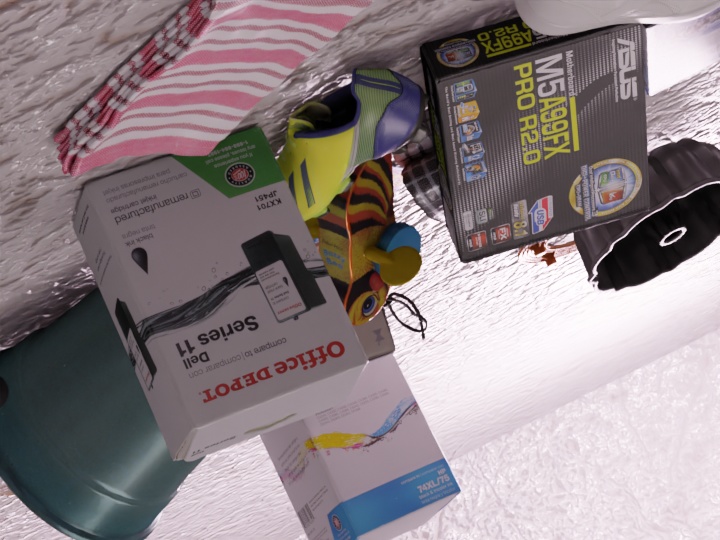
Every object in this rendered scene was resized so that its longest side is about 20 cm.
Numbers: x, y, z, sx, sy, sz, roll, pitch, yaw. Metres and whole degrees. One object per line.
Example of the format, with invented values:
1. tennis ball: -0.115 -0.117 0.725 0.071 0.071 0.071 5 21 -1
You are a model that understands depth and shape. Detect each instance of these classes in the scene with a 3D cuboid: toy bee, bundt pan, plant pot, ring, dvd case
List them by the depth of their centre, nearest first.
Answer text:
1. toy bee: 0.000 0.000 1.637 0.131 0.201 0.109 1 -144 50
2. plant pot: -0.180 0.089 1.673 0.196 0.201 0.200 -42 160 26
3. dvd case: 0.303 -0.213 1.741 0.142 0.018 0.200 -27 166 2
4. bundt pan: 0.307 -0.064 2.139 0.201 0.076 0.202 -26 157 -12
5. ring: 0.266 -0.052 2.272 0.200 0.019 0.200 -24 167 -6

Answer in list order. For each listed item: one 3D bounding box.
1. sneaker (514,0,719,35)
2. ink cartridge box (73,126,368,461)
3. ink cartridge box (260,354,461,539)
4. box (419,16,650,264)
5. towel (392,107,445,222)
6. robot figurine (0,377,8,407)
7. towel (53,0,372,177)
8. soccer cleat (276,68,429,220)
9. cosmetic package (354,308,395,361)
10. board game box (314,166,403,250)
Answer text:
1. sneaker: 0.216 -0.223 1.432 0.199 0.074 0.116 -18 168 -23
2. ink cartridge box: -0.102 0.017 1.484 0.146 0.201 0.083 -20 165 -21
3. ink cartridge box: -0.007 0.214 2.385 0.146 0.201 0.147 -21 166 -25
4. box: 0.136 -0.106 1.557 0.159 0.044 0.200 -15 137 -5
5. towel: 0.125 -0.101 1.699 0.165 0.086 0.200 -28 166 13
6. robot figurine: -0.347 0.082 1.459 0.125 0.150 0.200 -49 163 4
7. towel: -0.094 -0.125 1.332 0.146 0.030 0.200 -12 160 -47
8. soccer cleat: -0.031 -0.095 1.532 0.083 0.065 0.200 20 146 -29
9. cosmetic package: -0.070 0.065 1.876 0.103 0.088 0.200 -14 175 -36
10. board game box: -0.036 -0.034 1.748 0.158 0.039 0.200 -32 165 25
